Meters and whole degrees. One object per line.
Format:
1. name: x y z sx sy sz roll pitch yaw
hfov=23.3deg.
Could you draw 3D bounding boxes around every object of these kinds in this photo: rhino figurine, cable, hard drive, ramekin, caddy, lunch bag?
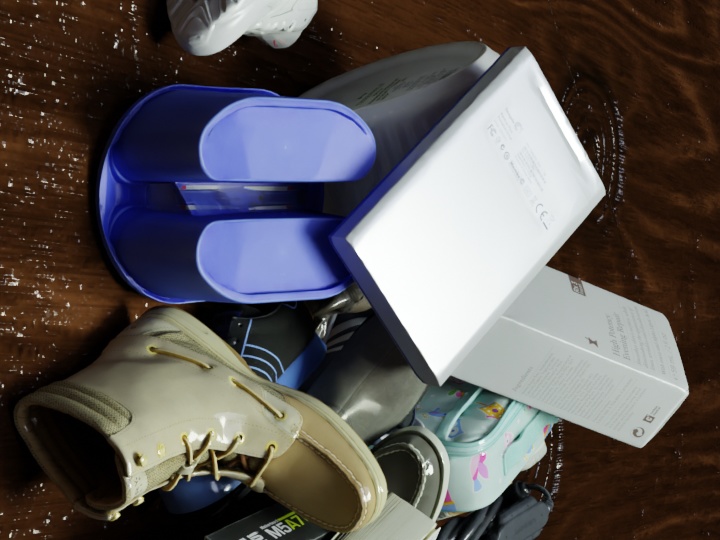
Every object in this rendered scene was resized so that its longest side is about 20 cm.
1. rhino figurine: 0.000 0.000 1.331 0.060 0.087 0.200 63 26 -11
2. cable: 0.052 0.223 1.385 0.200 0.163 0.051 -24 90 -49
3. hard drive: 0.077 -0.038 1.187 0.200 0.025 0.132 -47 120 -25
4. ramekin: 0.033 -0.094 1.293 0.200 0.199 0.106 -44 121 -57
5. caddy: -0.081 -0.049 1.138 0.199 0.105 0.142 -2 95 -47
6. lunch bag: 0.070 0.118 1.402 0.200 0.159 0.078 -43 129 -56

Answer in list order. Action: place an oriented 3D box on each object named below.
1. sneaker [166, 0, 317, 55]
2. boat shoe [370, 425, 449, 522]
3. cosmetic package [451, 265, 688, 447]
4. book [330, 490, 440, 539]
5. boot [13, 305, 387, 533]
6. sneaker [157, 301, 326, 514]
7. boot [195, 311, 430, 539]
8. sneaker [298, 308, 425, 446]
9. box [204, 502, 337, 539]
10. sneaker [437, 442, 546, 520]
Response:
1. sneaker: -0.067 -0.190 1.210 0.200 0.077 0.100 -58 143 -47
2. boat shoe: -0.009 0.191 1.242 0.060 0.072 0.202 -15 148 -55
3. cosmetic package: 0.150 0.054 1.370 0.199 0.074 0.102 22 31 -20
4. book: -0.036 0.247 1.103 0.200 0.048 0.134 -41 155 -40
5. boot: -0.093 0.112 1.041 0.073 0.200 0.155 -58 168 30
6. sneaker: -0.091 0.077 1.179 0.078 0.070 0.200 61 35 -22
7. boot: -0.025 0.116 1.186 0.200 0.068 0.131 -50 177 21
8. sneaker: 0.011 0.074 1.336 0.200 0.108 0.071 -51 135 -54
9. box: -0.074 0.242 1.133 0.193 0.047 0.201 -12 129 -62
10. sneaker: 0.103 0.162 1.602 0.200 0.075 0.088 -33 103 -63
